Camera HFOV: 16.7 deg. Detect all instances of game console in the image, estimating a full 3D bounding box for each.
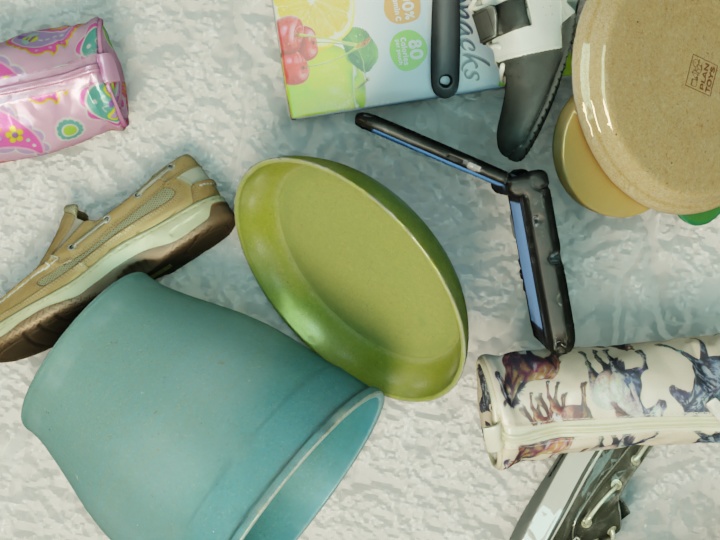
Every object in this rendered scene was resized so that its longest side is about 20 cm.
[{"bbox_3d":[0.068,-0.027,1.638,0.116,0.200,0.176,-10,93,1],"label":"game console"}]

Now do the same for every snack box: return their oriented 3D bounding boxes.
[{"bbox_3d":[0.039,-0.189,1.705,0.200,0.053,0.142,-9,93,-1],"label":"snack box"}]

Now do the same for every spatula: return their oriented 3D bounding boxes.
[{"bbox_3d":[0.057,-0.217,1.667,0.056,0.021,0.200,0,92,-5],"label":"spatula"}]

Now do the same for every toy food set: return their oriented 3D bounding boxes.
[{"bbox_3d":[0.219,-0.131,1.674,0.198,0.049,0.200,1,91,-33],"label":"toy food set"}]

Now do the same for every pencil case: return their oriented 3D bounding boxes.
[{"bbox_3d":[-0.262,-0.114,1.691,0.200,0.087,0.087,-12,92,-1],"label":"pencil case"},{"bbox_3d":[0.171,0.088,1.644,0.200,0.089,0.078,-4,108,-10],"label":"pencil case"}]

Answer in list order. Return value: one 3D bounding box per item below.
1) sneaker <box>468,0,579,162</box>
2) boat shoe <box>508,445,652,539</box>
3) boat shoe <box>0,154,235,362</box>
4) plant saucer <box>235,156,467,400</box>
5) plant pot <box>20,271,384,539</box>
[{"bbox_3d":[0.103,-0.174,1.649,0.088,0.074,0.200,13,82,-1],"label":"sneaker"},{"bbox_3d":[0.157,0.163,1.711,0.064,0.071,0.200,31,90,0],"label":"boat shoe"},{"bbox_3d":[-0.188,-0.011,1.711,0.200,0.072,0.076,-31,78,-6],"label":"boat shoe"},{"bbox_3d":[0.000,0.000,1.652,0.200,0.200,0.031,50,59,-2],"label":"plant saucer"},{"bbox_3d":[-0.117,0.106,1.656,0.188,0.200,0.200,37,92,11],"label":"plant pot"}]
